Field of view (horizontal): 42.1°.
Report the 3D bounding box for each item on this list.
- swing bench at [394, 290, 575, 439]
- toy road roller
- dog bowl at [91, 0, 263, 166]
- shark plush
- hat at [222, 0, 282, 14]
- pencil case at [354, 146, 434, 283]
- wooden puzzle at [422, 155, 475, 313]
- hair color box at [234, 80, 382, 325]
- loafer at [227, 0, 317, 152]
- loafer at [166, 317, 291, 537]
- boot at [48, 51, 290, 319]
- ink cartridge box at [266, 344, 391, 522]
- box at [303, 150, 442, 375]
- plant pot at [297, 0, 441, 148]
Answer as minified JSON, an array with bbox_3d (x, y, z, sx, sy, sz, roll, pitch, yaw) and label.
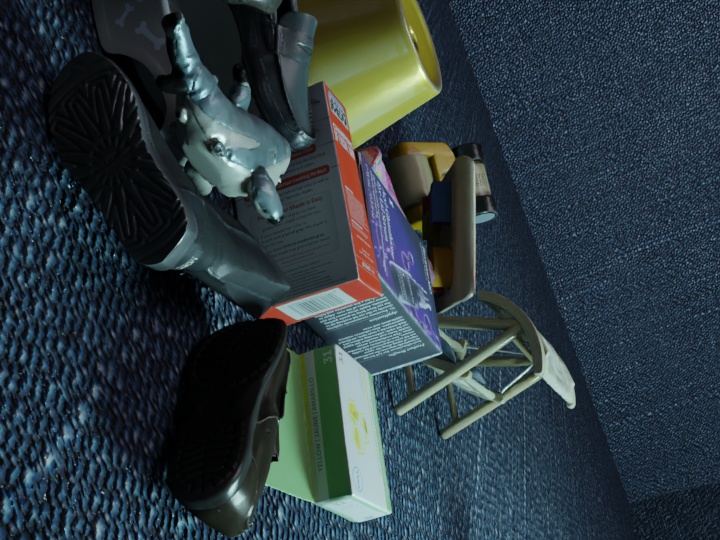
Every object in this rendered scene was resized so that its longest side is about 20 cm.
[{"bbox_3d":[0.157,0.119,1.206,0.199,0.198,0.131,41,35,-59],"label":"swing bench"},{"bbox_3d":[0.110,-0.117,1.479,0.198,0.146,0.125,-3,72,-34],"label":"toy road roller"},{"bbox_3d":[-0.147,-0.191,0.803,0.200,0.058,0.203,-18,90,-74],"label":"dog bowl"},{"bbox_3d":[-0.112,-0.122,0.722,0.084,0.090,0.200,-60,140,-20],"label":"shark plush"},{"bbox_3d":[-0.097,-0.255,0.756,0.201,0.198,0.082,-68,177,-64],"label":"hat"},{"bbox_3d":[0.021,-0.054,1.160,0.088,0.086,0.201,-80,147,-57],"label":"pencil case"},{"bbox_3d":[0.109,-0.043,1.266,0.200,0.046,0.188,138,-47,-79],"label":"wooden puzzle"},{"bbox_3d":[-0.056,-0.061,0.871,0.064,0.110,0.203,36,40,-63],"label":"hair color box"},{"bbox_3d":[-0.071,-0.207,0.837,0.068,0.070,0.203,8,66,-71],"label":"loafer"},{"bbox_3d":[-0.091,0.110,0.682,0.201,0.072,0.072,-76,156,-55],"label":"loafer"},{"bbox_3d":[-0.133,-0.054,0.692,0.166,0.065,0.200,63,10,16],"label":"boot"},{"bbox_3d":[-0.034,0.138,0.853,0.200,0.047,0.147,48,30,-59],"label":"ink cartridge box"},{"bbox_3d":[0.000,0.000,0.996,0.200,0.103,0.150,48,29,-52],"label":"box"},{"bbox_3d":[-0.021,-0.219,1.004,0.201,0.187,0.204,-18,90,-72],"label":"plant pot"}]
